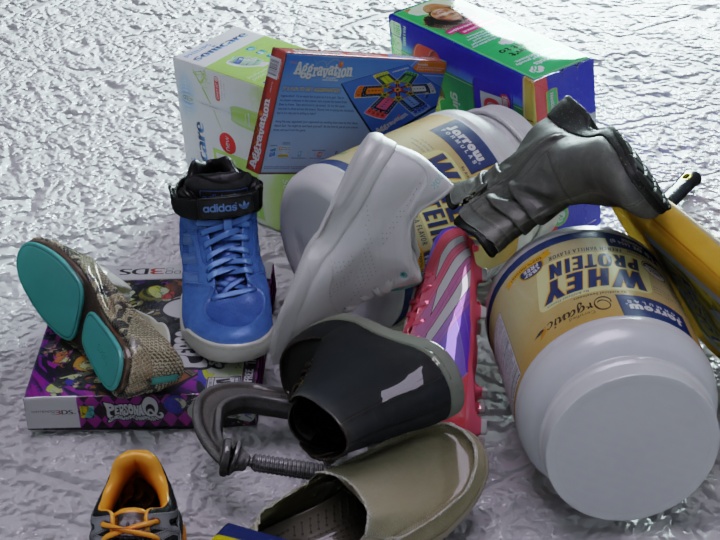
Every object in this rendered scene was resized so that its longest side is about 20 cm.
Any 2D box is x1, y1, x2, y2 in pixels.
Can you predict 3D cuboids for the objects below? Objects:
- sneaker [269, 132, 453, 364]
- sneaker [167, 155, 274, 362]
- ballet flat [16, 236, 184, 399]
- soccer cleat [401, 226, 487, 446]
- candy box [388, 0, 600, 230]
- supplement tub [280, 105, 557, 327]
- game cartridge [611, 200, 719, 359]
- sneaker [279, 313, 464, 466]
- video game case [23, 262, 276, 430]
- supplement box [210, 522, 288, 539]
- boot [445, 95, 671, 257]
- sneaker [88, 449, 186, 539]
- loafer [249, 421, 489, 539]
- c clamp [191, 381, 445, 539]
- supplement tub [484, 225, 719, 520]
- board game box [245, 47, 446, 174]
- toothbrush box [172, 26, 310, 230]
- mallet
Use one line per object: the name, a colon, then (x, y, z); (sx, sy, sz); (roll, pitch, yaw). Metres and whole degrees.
sneaker: (0.000, 0.000, 1.499); (0.088, 0.200, 0.075); (26, 24, -6)
sneaker: (-0.111, -0.018, 1.589); (0.077, 0.111, 0.200); (-4, 31, -5)
ballet flat: (-0.198, 0.038, 1.565); (0.075, 0.068, 0.200); (0, 29, -37)
soccer cleat: (0.055, 0.050, 1.484); (0.076, 0.067, 0.200); (2, 58, -3)
candy box: (0.118, -0.134, 1.766); (0.077, 0.169, 0.200); (-27, 37, -30)
supplement tub: (0.051, -0.047, 1.637); (0.200, 0.145, 0.144); (-25, 36, -30)
game cartridge: (0.264, 0.023, 1.487); (0.032, 0.176, 0.200); (-39, 37, -4)
sneaker: (-0.027, 0.082, 1.402); (0.106, 0.075, 0.200); (-21, 11, -31)
video game case: (-0.165, 0.058, 1.610); (0.181, 0.036, 0.200); (-1, 31, 4)
supplement box: (-0.082, 0.260, 1.189); (0.109, 0.110, 0.200); (12, 34, 27)
boot: (0.141, -0.050, 1.465); (0.131, 0.068, 0.200); (-38, 23, 0)
sneaker: (-0.153, 0.199, 1.334); (0.078, 0.077, 0.200); (-6, 32, -5)
loafer: (0.004, 0.161, 1.348); (0.200, 0.068, 0.076); (-30, 64, -21)
c clamp: (-0.028, 0.131, 1.445); (0.200, 0.027, 0.171); (12, 29, 0)
supplement tub: (0.174, 0.072, 1.436); (0.144, 0.145, 0.200); (-7, 31, -4)
board game box: (-0.009, -0.131, 1.667); (0.019, 0.103, 0.200); (27, 19, 38)
toothbrush box: (-0.063, -0.118, 1.788); (0.200, 0.146, 0.086); (23, 41, 37)
mallet: (0.241, -0.045, 1.737); (0.066, 0.041, 0.200); (7, 28, 23)
